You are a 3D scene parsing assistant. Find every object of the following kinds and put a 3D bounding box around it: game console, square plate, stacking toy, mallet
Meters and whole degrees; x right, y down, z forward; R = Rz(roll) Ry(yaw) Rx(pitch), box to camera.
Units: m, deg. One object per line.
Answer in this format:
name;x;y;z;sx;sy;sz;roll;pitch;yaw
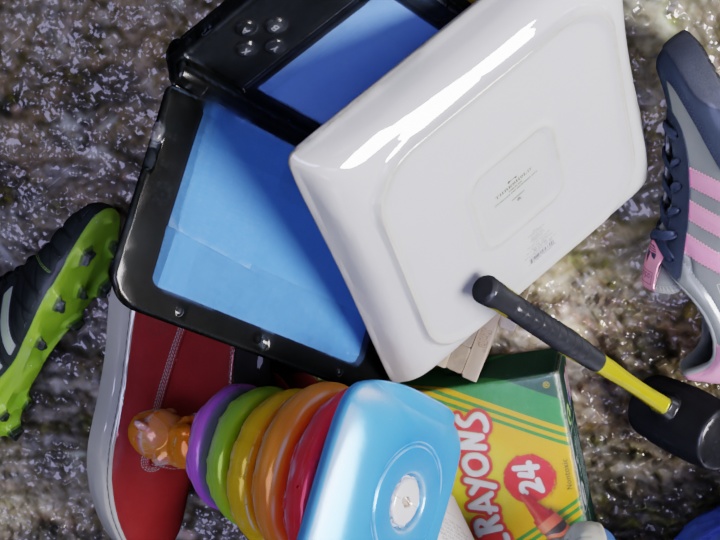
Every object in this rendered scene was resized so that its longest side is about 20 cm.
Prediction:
game console;0.001;-0.044;0.651;0.175;0.199;0.118;-31;54;30
square plate;0.073;-0.049;0.662;0.199;0.199;0.028;-39;51;-11
stacking toy;-0.053;0.103;0.713;0.198;0.116;0.111;9;76;38
mallet;0.129;0.051;0.728;0.199;0.066;0.041;32;87;-25

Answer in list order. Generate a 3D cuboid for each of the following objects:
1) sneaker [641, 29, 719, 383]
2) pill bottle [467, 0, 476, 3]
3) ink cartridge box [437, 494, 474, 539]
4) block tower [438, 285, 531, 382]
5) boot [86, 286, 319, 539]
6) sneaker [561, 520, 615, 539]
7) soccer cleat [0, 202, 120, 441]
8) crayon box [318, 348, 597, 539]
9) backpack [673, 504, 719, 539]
sneaker;0.187;-0.028;0.728;0.081;0.070;0.202;-20;99;13
pill bottle;0.082;-0.179;0.688;0.198;0.111;0.112;-26;98;18
ink cartridge box;0.017;0.196;0.740;0.116;0.201;0.068;-37;140;14
block tower;0.000;0.000;0.788;0.198;0.054;0.058;22;109;7
boot;-0.091;0.103;0.804;0.143;0.072;0.203;18;112;29
sneaker;0.163;0.234;0.693;0.110;0.077;0.203;0;67;-6
soccer cleat;-0.224;0.028;0.843;0.081;0.067;0.201;40;111;13
crayon box;0.039;0.128;0.816;0.197;0.051;0.129;-10;103;16
backpack;0.265;0.192;0.724;0.198;0.168;0.164;-25;92;21
